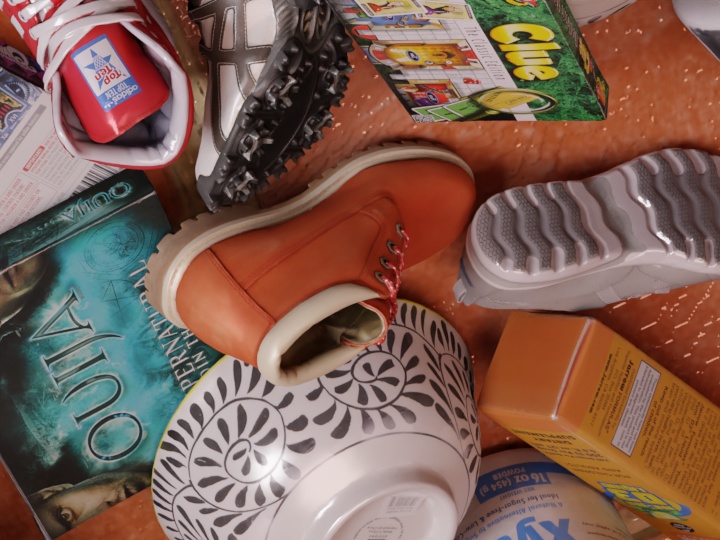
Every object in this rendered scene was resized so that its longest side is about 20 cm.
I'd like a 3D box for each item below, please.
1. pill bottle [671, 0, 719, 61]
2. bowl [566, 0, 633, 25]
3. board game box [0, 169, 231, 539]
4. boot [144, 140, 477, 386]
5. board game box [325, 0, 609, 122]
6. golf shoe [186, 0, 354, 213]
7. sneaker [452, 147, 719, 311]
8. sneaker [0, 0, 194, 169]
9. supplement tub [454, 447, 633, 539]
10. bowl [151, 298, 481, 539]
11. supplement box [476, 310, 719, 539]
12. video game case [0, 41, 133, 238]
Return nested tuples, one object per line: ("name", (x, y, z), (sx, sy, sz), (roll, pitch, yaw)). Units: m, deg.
("pill bottle", (0.260, -0.113, 1.299), (0.106, 0.106, 0.200), (-42, 125, 11))
("bowl", (0.097, -0.189, 1.194), (0.200, 0.094, 0.201), (-9, 124, -14))
("board game box", (-0.142, 0.048, 1.289), (0.135, 0.028, 0.200), (-29, 137, -7))
("boot", (0.000, 0.000, 1.266), (0.200, 0.107, 0.075), (-25, 132, -32))
("board game box", (0.053, -0.112, 1.180), (0.105, 0.023, 0.200), (-2, 164, 16))
("golf shoe", (-0.051, -0.126, 1.206), (0.078, 0.094, 0.200), (-20, 140, -51))
("sneaker", (0.141, -0.018, 1.360), (0.200, 0.075, 0.082), (-3, 157, -22))
("sneaker", (-0.145, -0.129, 1.146), (0.071, 0.113, 0.200), (-36, 125, 10))
("supplement tub", (0.113, 0.208, 1.404), (0.132, 0.200, 0.132), (-9, 124, -13))
("bowl", (-0.005, 0.121, 1.351), (0.201, 0.094, 0.201), (-18, 134, -19))
("supplement box", (0.158, 0.094, 1.407), (0.200, 0.066, 0.069), (32, 72, -38))
("video game case", (-0.233, -0.033, 1.228), (0.181, 0.036, 0.200), (27, 111, -33))
